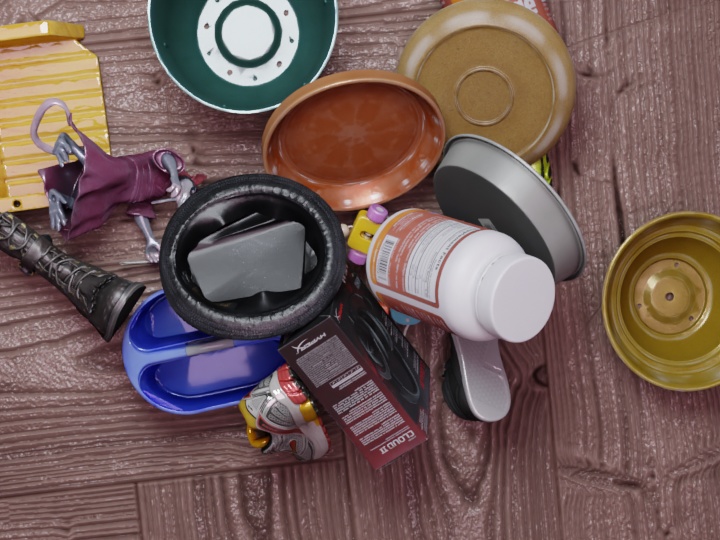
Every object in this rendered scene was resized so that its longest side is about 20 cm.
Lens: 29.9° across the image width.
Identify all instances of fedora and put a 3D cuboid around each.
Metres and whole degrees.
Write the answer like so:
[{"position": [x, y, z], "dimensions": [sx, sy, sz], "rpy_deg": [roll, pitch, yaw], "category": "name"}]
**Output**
[{"position": [-0.112, -0.005, 1.439], "dimensions": [0.197, 0.092, 0.204], "rpy_deg": [0, 73, 1], "category": "fedora"}]

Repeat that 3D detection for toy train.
[{"position": [0.000, 0.000, 1.539], "dimensions": [0.150, 0.056, 0.200], "rpy_deg": [-36, 109, 19], "category": "toy train"}]

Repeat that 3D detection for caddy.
[{"position": [-0.166, 0.081, 1.510], "dimensions": [0.197, 0.105, 0.143], "rpy_deg": [-12, 93, -2], "category": "caddy"}]

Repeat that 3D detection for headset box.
[{"position": [0.003, 0.106, 1.477], "dimensions": [0.077, 0.149, 0.201], "rpy_deg": [-32, 109, 19], "category": "headset box"}]

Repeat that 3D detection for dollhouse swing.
[{"position": [-0.376, -0.167, 1.453], "dimensions": [0.179, 0.176, 0.203], "rpy_deg": [-7, 93, -2], "category": "dollhouse swing"}]

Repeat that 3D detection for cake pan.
[{"position": [0.151, -0.055, 1.423], "dimensions": [0.037, 0.200, 0.201], "rpy_deg": [-43, 94, -18], "category": "cake pan"}]

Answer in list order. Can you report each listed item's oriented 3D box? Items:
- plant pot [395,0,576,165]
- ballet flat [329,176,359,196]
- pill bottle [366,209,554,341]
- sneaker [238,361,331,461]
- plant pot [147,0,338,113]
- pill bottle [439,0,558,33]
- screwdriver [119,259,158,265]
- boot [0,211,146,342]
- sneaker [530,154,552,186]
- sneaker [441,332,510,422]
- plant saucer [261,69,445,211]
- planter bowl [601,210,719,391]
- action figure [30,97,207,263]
[{"position": [0.133, -0.191, 1.455], "dimensions": [0.197, 0.028, 0.203], "rpy_deg": [3, 116, 7], "category": "plant pot"}, {"position": [0.024, -0.150, 1.534], "dimensions": [0.199, 0.069, 0.070], "rpy_deg": [-37, 94, 0], "category": "ballet flat"}, {"position": [0.104, 0.008, 1.395], "dimensions": [0.111, 0.199, 0.114], "rpy_deg": [-10, 108, -33], "category": "pill bottle"}, {"position": [-0.088, 0.164, 1.484], "dimensions": [0.081, 0.201, 0.078], "rpy_deg": [-28, 62, -5], "category": "sneaker"}, {"position": [-0.125, -0.269, 1.467], "dimensions": [0.197, 0.161, 0.204], "rpy_deg": [0, 94, -3], "category": "plant pot"}, {"position": [0.148, -0.299, 1.505], "dimensions": [0.111, 0.112, 0.202], "rpy_deg": [-23, 94, -2], "category": "pill bottle"}, {"position": [-0.177, -0.018, 1.545], "dimensions": [0.197, 0.028, 0.029], "rpy_deg": [1, 62, -3], "category": "screwdriver"}, {"position": [-0.328, -0.001, 1.455], "dimensions": [0.173, 0.200, 0.070], "rpy_deg": [38, 75, -14], "category": "boot"}, {"position": [0.175, -0.047, 1.550], "dimensions": [0.083, 0.074, 0.203], "rpy_deg": [6, 99, 26], "category": "sneaker"}, {"position": [0.121, 0.080, 1.538], "dimensions": [0.070, 0.099, 0.203], "rpy_deg": [-2, 75, -16], "category": "sneaker"}, {"position": [-0.008, -0.140, 1.436], "dimensions": [0.197, 0.201, 0.033], "rpy_deg": [-11, 53, -3], "category": "plant saucer"}, {"position": [0.365, 0.033, 1.548], "dimensions": [0.197, 0.083, 0.204], "rpy_deg": [0, 92, -4], "category": "planter bowl"}, {"position": [-0.261, -0.099, 1.484], "dimensions": [0.150, 0.199, 0.134], "rpy_deg": [56, 129, 21], "category": "action figure"}]
